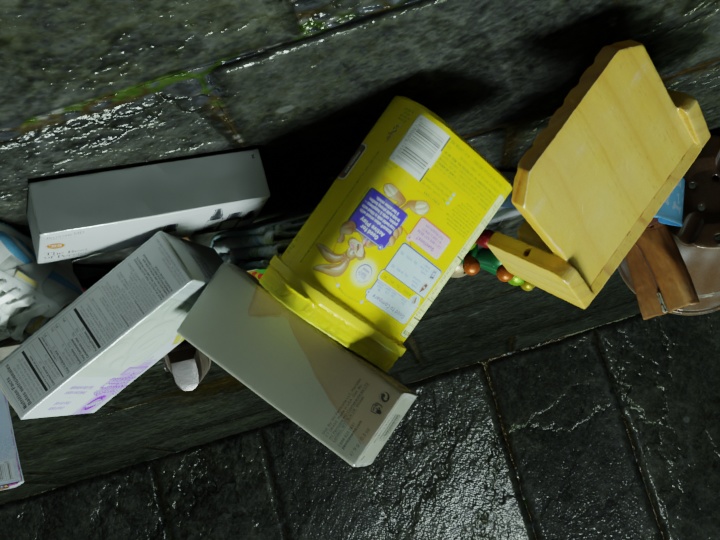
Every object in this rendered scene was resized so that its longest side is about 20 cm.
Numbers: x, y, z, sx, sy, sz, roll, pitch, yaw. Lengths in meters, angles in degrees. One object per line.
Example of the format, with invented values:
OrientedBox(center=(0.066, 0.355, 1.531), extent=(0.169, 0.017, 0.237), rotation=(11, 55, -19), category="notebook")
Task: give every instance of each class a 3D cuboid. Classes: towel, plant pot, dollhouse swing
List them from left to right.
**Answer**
OrientedBox(center=(-0.047, -0.037, 1.051), extent=(0.170, 0.049, 0.200), rotation=(-16, -174, -22), category="towel")
OrientedBox(center=(0.186, -0.104, 0.964), extent=(0.176, 0.201, 0.182), rotation=(39, 176, -30), category="dollhouse swing")
OrientedBox(center=(0.438, -0.066, 1.377), extent=(0.198, 0.202, 0.198), rotation=(-16, 160, 2), category="plant pot")

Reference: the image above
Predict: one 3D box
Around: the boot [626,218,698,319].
OrientedBox(center=(0.333, -0.054, 1.201), extent=(0.068, 0.202, 0.188), rotation=(-10, 166, -19), category="boot")

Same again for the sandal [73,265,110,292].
OrientedBox(center=(-0.318, 0.024, 1.107), extent=(0.075, 0.045, 0.200), rotation=(-22, 166, 16), category="sandal")

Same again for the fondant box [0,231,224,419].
OrientedBox(center=(-0.218, 0.054, 0.981), extent=(0.199, 0.058, 0.144), rotation=(-37, 169, 7), category="fondant box")

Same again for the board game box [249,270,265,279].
OrientedBox(center=(-0.064, 0.025, 1.301), extent=(0.198, 0.102, 0.048), rotation=(-19, 167, 12), category="board game box")

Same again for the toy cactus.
OrientedBox(center=(0.138, -0.025, 1.203), extent=(0.164, 0.103, 0.199), rotation=(-3, 179, 36), category="toy cactus")

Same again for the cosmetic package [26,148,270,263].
OrientedBox(center=(-0.185, -0.055, 0.928), extent=(0.198, 0.051, 0.083), rotation=(-12, 166, -21), category="cosmetic package")

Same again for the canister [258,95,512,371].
OrientedBox(center=(0.026, -0.032, 0.927), extent=(0.148, 0.086, 0.201), rotation=(35, 91, -38), category="canister")

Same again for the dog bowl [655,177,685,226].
OrientedBox(center=(0.260, -0.093, 1.129), extent=(0.111, 0.050, 0.200), rotation=(14, -176, -31), category="dog bowl")

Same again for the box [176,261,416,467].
OrientedBox(center=(-0.055, 0.084, 0.943), extent=(0.078, 0.199, 0.095), rotation=(-55, 168, -1), category="box")

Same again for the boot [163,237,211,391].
OrientedBox(center=(-0.200, 0.035, 1.188), extent=(0.070, 0.202, 0.146), rotation=(-1, -160, -9), category="boot")

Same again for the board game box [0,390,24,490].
OrientedBox(center=(-0.463, 0.142, 1.079), extent=(0.199, 0.201, 0.041), rotation=(-6, 165, -35), category="board game box")

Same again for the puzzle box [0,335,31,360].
OrientedBox(center=(-0.333, 0.072, 1.169), extent=(0.132, 0.026, 0.199), rotation=(-25, -172, -36), category="puzzle box")

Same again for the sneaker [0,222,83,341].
OrientedBox(center=(-0.315, 0.014, 0.950), extent=(0.076, 0.081, 0.200), rotation=(-37, 158, 15), category="sneaker")

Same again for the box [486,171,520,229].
OrientedBox(center=(0.081, -0.064, 1.227), extent=(0.199, 0.049, 0.158), rotation=(-3, 162, -46), category="box")
